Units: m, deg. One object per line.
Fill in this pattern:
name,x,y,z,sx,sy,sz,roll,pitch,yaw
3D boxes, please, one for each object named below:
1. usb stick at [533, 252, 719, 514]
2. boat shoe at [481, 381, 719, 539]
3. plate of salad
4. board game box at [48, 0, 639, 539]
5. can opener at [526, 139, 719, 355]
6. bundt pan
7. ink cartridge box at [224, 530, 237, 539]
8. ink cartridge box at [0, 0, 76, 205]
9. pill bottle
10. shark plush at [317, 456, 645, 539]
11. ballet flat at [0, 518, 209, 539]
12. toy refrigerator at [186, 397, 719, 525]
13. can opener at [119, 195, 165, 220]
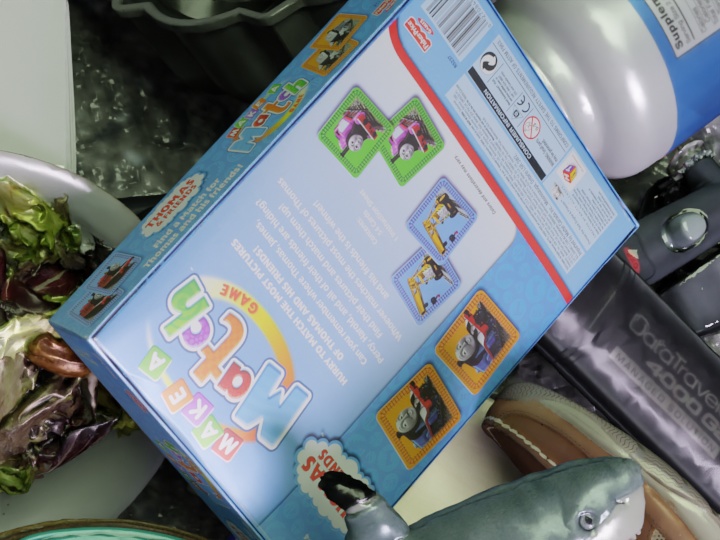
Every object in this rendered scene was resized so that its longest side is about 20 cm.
usb stick,0.121,0.043,1.041,0.200,0.033,0.055,43,74,-21
boat shoe,0.114,0.127,0.945,0.072,0.076,0.200,-43,84,-7
plate of salad,-0.155,0.047,0.902,0.200,0.200,0.048,0,30,-19
board game box,0.000,0.000,0.924,0.200,0.037,0.151,-48,124,-17
can opener,0.112,0.002,1.076,0.200,0.063,0.079,-23,77,-26
bundt pan,-0.013,-0.144,1.045,0.201,0.076,0.202,-15,41,14
ink cartridge box,-0.006,0.218,0.923,0.200,0.047,0.198,24,69,22
ink cartridge box,-0.218,-0.046,0.936,0.200,0.145,0.085,6,64,-17
pill bottle,0.122,-0.110,1.096,0.200,0.112,0.112,-35,82,-19
shark plush,0.001,0.104,0.895,0.199,0.083,0.091,4,25,7
ballet flat,-0.142,0.135,0.925,0.200,0.072,0.068,-10,82,-22
toy refrigerator,0.037,0.096,1.009,0.200,0.070,0.076,26,69,-6
can opener,-0.050,-0.019,1.026,0.200,0.079,0.064,-32,121,-39
